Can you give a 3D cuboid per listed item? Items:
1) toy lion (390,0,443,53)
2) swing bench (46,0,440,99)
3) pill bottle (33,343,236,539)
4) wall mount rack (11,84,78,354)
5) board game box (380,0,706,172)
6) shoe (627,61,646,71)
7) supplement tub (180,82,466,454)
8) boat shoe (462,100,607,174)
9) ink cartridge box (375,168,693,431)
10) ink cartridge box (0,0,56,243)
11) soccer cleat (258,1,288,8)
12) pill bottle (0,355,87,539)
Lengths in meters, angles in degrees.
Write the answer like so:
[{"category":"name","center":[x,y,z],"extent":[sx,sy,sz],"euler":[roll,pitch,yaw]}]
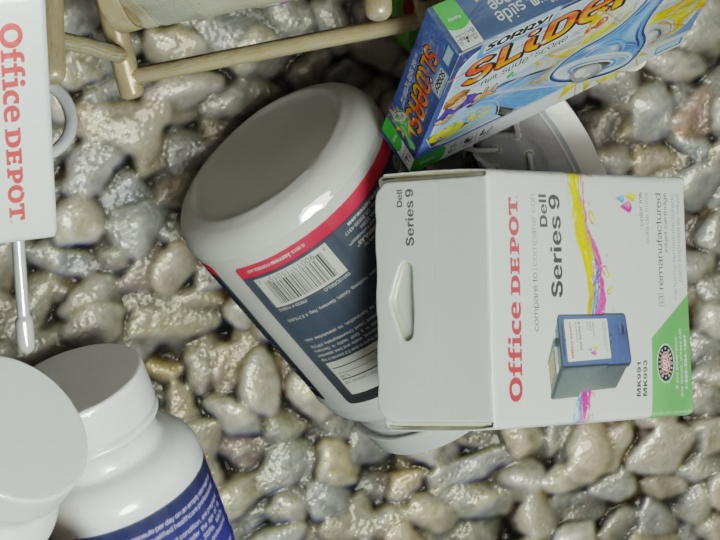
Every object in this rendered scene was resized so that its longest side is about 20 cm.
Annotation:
[{"category":"toy lion","center":[0.064,-0.207,1.570],"extent":[0.200,0.069,0.192],"euler":[7,112,-30]},{"category":"swing bench","center":[-0.075,-0.211,1.420],"extent":[0.198,0.130,0.200],"euler":[-9,87,16]},{"category":"pill bottle","center":[-0.142,0.152,1.572],"extent":[0.120,0.120,0.200],"euler":[-24,116,-13]},{"category":"wall mount rack","center":[-0.252,-0.040,1.442],"extent":[0.200,0.174,0.075],"euler":[-6,153,-21]},{"category":"board game box","center":[0.113,-0.137,1.462],"extent":[0.200,0.135,0.034],"euler":[-27,71,-21]},{"category":"shoe","center":[0.129,-0.197,1.539],"extent":[0.070,0.053,0.200],"euler":[-31,133,-6]},{"category":"supplement tub","center":[0.000,0.000,1.568],"extent":[0.140,0.140,0.200],"euler":[-42,118,-5]},{"category":"boat shoe","center":[0.097,-0.080,1.606],"extent":[0.068,0.072,0.200],"euler":[-37,144,-2]},{"category":"ink cartridge box","center":[0.102,0.017,1.506],"extent":[0.200,0.087,0.146],"euler":[1,86,-48]},{"category":"ink cartridge box","center":[-0.258,-0.085,1.330],"extent":[0.200,0.085,0.145],"euler":[-8,122,-15]},{"category":"soccer cleat","center":[-0.043,-0.249,1.503],"extent":[0.068,0.073,0.200],"euler":[5,105,-25]},{"category":"pill bottle","center":[-0.240,0.140,1.480],"extent":[0.116,0.117,0.200],"euler":[19,137,-27]}]
